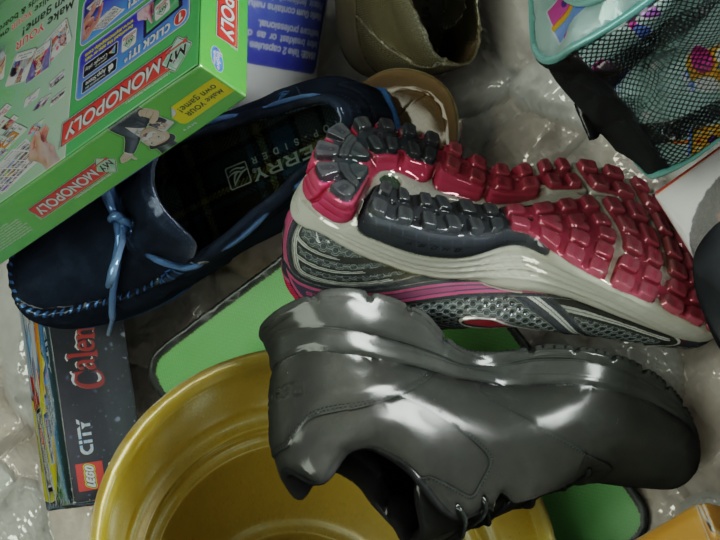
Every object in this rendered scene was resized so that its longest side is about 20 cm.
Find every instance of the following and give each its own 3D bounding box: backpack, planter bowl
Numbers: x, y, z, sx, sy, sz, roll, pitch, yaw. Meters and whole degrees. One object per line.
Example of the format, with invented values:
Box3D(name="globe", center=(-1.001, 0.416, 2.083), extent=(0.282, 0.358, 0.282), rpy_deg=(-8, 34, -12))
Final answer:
Box3D(name="backpack", center=(0.153, -0.162, 0.755), extent=(0.199, 0.153, 0.177), rpy_deg=(-23, 40, 22))
Box3D(name="planter bowl", center=(-0.020, 0.140, 0.836), extent=(0.201, 0.199, 0.084), rpy_deg=(53, 151, 21))

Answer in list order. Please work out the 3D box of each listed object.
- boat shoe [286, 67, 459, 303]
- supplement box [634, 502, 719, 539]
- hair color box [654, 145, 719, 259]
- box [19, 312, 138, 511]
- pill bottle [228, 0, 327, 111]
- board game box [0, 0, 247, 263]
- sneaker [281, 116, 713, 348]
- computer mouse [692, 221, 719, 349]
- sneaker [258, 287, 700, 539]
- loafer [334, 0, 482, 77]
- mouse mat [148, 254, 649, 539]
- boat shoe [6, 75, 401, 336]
Box3D(name="boat shoe", center=(0.000, 0.000, 0.908), extent=(0.071, 0.065, 0.201), rpy_deg=(20, 105, 9))
Box3D(name="supplement box", center=(0.095, 0.177, 0.844), extent=(0.200, 0.069, 0.067), rpy_deg=(-36, 56, 29))
Box3D(name="hair color box", center=(0.228, -0.044, 0.770), extent=(0.200, 0.061, 0.102), rpy_deg=(-39, 71, 27))
Box3D(name="box", center=(-0.148, 0.018, 0.977), extent=(0.137, 0.037, 0.202), rpy_deg=(152, 109, -73))
Box3D(name="pill bottle", center=(-0.070, -0.135, 0.931), extent=(0.111, 0.112, 0.202), rpy_deg=(13, 97, 32))
Box3D(name="board game box", center=(-0.127, -0.086, 0.851), extent=(0.199, 0.029, 0.135), rpy_deg=(-29, 47, 33))
Box3D(name="sneaker", center=(0.063, -0.006, 0.825), extent=(0.081, 0.198, 0.075), rpy_deg=(-90, 20, -47))
Box3D(name="computer mouse", center=(0.189, 0.048, 0.712), extent=(0.058, 0.034, 0.200), rpy_deg=(-37, 57, -2))
Box3D(name="sneaker", center=(0.049, 0.074, 0.799), extent=(0.076, 0.198, 0.091), rpy_deg=(130, 148, -57))
Box3D(name="loafer", center=(0.025, -0.176, 0.863), extent=(0.067, 0.076, 0.201), rpy_deg=(21, 132, 37))
Box3D(name="mouse mat", center=(0.015, 0.079, 0.884), extent=(0.160, 0.008, 0.201), rpy_deg=(-35, 93, 17))
Box3D(name="boat shoe", center=(-0.081, -0.038, 0.854), extent=(0.199, 0.069, 0.085), rpy_deg=(-32, 79, 17))
